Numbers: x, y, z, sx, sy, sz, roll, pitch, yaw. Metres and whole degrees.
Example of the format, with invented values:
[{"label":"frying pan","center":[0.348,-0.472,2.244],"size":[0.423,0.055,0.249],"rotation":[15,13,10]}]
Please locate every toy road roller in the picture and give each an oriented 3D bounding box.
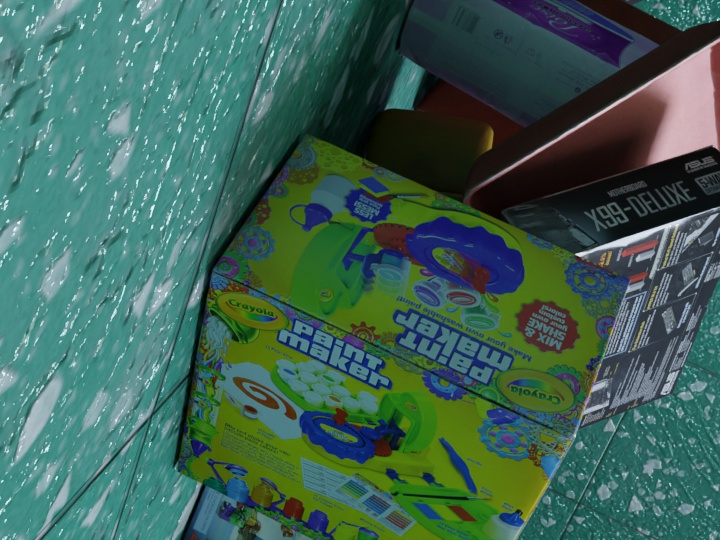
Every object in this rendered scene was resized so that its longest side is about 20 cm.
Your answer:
[{"label":"toy road roller","center":[0.037,-0.040,0.930],"size":[0.200,0.122,0.147],"rotation":[-4,102,-81]}]

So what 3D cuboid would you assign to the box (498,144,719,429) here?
[{"label":"box","center":[0.150,0.027,0.856],"size":[0.157,0.050,0.201],"rotation":[-17,142,-21]}]

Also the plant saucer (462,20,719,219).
[{"label":"plant saucer","center":[0.159,-0.053,0.842],"size":[0.199,0.037,0.200],"rotation":[-32,145,-3]}]

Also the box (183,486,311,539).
[{"label":"box","center":[-0.034,0.151,0.936],"size":[0.038,0.136,0.201],"rotation":[-30,143,-77]}]

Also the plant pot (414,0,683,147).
[{"label":"plant pot","center":[0.195,-0.136,1.179],"size":[0.177,0.200,0.200],"rotation":[-57,158,-3]}]

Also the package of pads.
[{"label":"package of pads","center":[0.133,-0.146,0.940],"size":[0.076,0.199,0.121],"rotation":[-64,171,26]}]

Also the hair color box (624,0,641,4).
[{"label":"hair color box","center":[0.211,-0.279,1.237],"size":[0.199,0.061,0.102],"rotation":[-26,158,-17]}]

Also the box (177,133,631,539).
[{"label":"box","center":[0.018,0.063,0.764],"size":[0.193,0.199,0.122],"rotation":[108,10,-48]}]
